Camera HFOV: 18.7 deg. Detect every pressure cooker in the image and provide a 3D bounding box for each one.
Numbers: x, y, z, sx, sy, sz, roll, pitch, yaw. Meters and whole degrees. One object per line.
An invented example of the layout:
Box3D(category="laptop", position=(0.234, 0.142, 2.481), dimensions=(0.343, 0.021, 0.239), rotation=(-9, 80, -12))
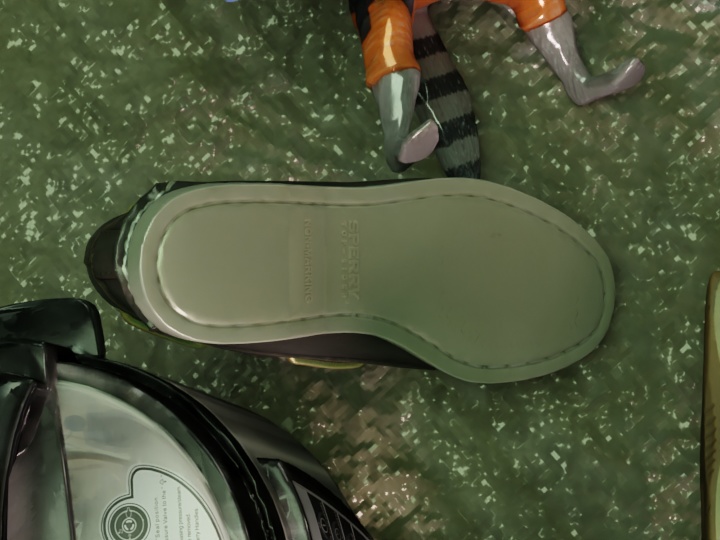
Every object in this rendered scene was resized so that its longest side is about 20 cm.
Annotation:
Box3D(category="pressure cooker", position=(-0.095, 0.121, 0.759), dimensions=(0.176, 0.200, 0.179), rotation=(41, 92, 19))

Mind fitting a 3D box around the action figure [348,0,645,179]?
Box3D(category="action figure", position=(-0.015, -0.115, 0.828), dimensions=(0.199, 0.105, 0.194), rotation=(-26, 67, -23))

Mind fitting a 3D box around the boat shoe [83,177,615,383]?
Box3D(category="boat shoe", position=(0.000, 0.000, 0.787), dimensions=(0.060, 0.200, 0.072), rotation=(3, 86, 58))

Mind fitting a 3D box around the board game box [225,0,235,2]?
Box3D(category="board game box", position=(0.011, -0.202, 0.797), dimensions=(0.198, 0.044, 0.201), rotation=(-15, 57, -18))

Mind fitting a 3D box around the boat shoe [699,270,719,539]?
Box3D(category="boat shoe", position=(0.147, 0.084, 0.743), dimensions=(0.062, 0.074, 0.201), rotation=(1, 55, 7))
